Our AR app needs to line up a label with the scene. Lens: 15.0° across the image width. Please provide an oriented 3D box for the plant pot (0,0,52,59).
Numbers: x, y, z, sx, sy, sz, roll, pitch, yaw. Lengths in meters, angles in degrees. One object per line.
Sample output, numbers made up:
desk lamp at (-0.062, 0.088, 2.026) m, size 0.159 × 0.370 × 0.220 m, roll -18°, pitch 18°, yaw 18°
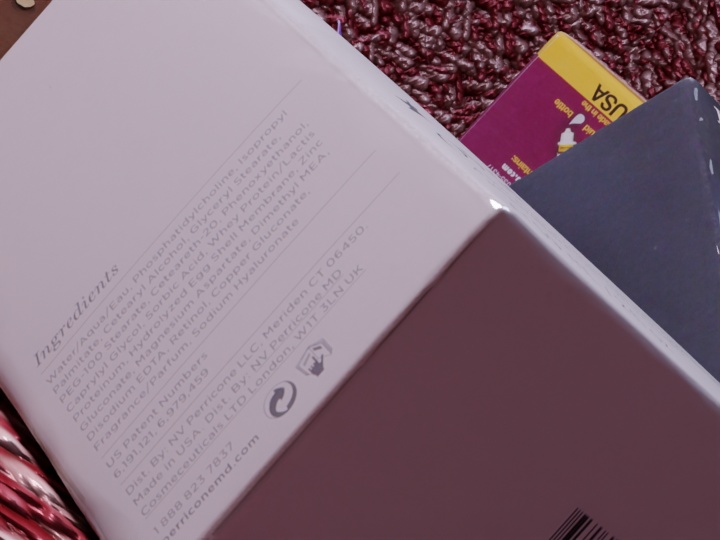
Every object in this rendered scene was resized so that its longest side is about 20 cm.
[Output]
plant pot at (-0.136, -0.141, 0.961) m, size 0.200 × 0.200 × 0.135 m, roll 41°, pitch 36°, yaw -24°

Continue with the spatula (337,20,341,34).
spatula at (0.000, 0.000, 1.102) m, size 0.057 × 0.020 × 0.201 m, roll -82°, pitch 162°, yaw -61°

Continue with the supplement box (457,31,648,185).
supplement box at (0.085, 0.004, 1.351) m, size 0.103 × 0.200 × 0.131 m, roll 44°, pitch 4°, yaw 32°

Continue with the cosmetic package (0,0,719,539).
cosmetic package at (0.008, 0.033, 0.713) m, size 0.199 × 0.123 × 0.200 m, roll 40°, pitch 2°, yaw -39°

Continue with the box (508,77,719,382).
box at (0.128, 0.081, 0.890) m, size 0.200 × 0.123 × 0.199 m, roll 40°, pitch 30°, yaw -34°
